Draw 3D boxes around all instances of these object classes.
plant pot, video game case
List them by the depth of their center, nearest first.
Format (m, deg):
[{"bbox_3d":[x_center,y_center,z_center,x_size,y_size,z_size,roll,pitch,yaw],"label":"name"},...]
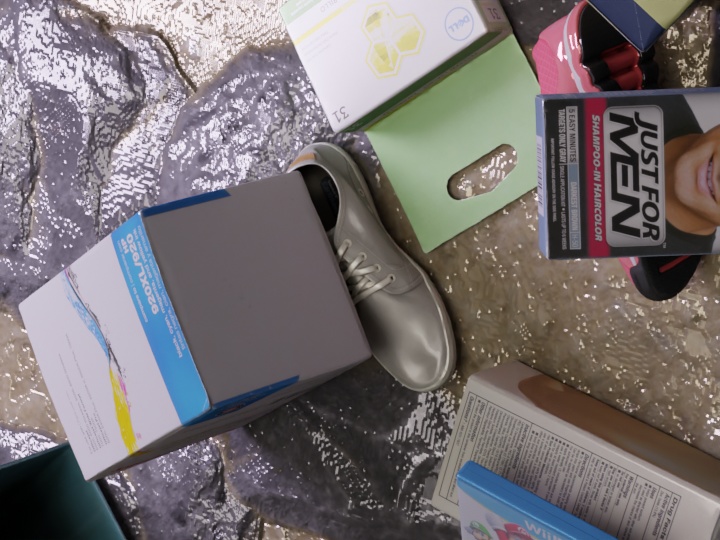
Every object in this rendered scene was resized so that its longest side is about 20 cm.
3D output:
[{"bbox_3d":[0.130,0.222,1.367,0.142,0.018,0.201,27,146,27],"label":"video game case"},{"bbox_3d":[-0.300,0.258,1.643,0.200,0.141,0.142,-38,76,38],"label":"plant pot"}]

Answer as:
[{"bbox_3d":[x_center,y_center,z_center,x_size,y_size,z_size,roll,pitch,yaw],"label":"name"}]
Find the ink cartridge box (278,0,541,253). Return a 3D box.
[{"bbox_3d":[0.044,-0.131,1.425,0.145,0.048,0.201,-31,78,31],"label":"ink cartridge box"}]

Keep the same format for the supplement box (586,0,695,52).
[{"bbox_3d":[0.178,-0.282,1.239,0.200,0.134,0.200,43,117,1],"label":"supplement box"}]

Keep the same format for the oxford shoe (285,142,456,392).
[{"bbox_3d":[0.000,0.000,1.464,0.075,0.058,0.201,-34,80,28],"label":"oxford shoe"}]

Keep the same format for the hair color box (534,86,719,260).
[{"bbox_3d":[0.209,-0.062,1.267,0.198,0.061,0.100,-2,97,0],"label":"hair color box"}]

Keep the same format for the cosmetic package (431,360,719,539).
[{"bbox_3d":[0.156,0.149,1.376,0.199,0.071,0.106,27,111,27],"label":"cosmetic package"}]

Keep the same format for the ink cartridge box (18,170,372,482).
[{"bbox_3d":[-0.122,0.042,1.461,0.200,0.146,0.146,-31,79,50],"label":"ink cartridge box"}]

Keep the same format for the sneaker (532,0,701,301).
[{"bbox_3d":[0.168,-0.078,1.353,0.087,0.073,0.202,-12,96,60],"label":"sneaker"}]
